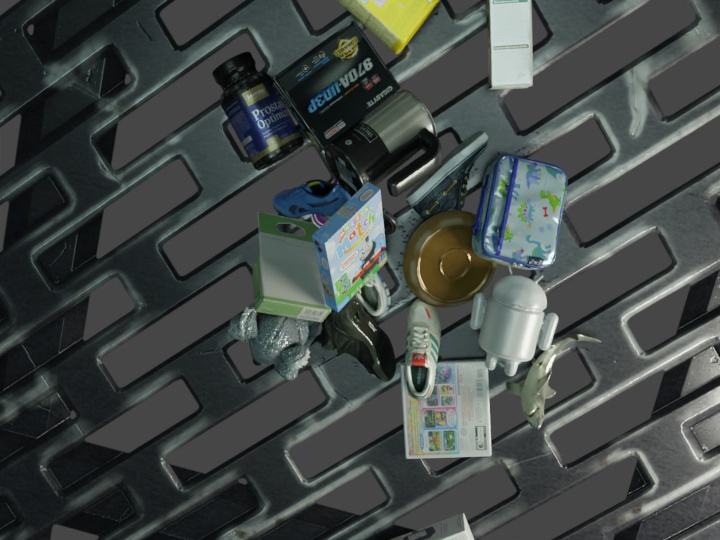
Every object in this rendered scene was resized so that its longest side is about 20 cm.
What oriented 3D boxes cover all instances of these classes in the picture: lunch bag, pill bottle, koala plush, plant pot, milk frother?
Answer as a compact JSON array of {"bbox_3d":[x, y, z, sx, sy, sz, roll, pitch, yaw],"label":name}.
[{"bbox_3d":[0.297,-0.108,1.485,0.157,0.082,0.204,14,86,-11],"label":"lunch bag"},{"bbox_3d":[-0.199,-0.305,1.506,0.110,0.112,0.203,-28,97,9],"label":"pill bottle"},{"bbox_3d":[-0.164,0.117,1.529,0.176,0.200,0.185,38,100,-2],"label":"koala plush"},{"bbox_3d":[0.180,-0.016,1.532,0.195,0.028,0.204,-4,112,-11],"label":"plant pot"},{"bbox_3d":[0.055,-0.195,1.492,0.187,0.201,0.181,-37,72,-16],"label":"milk frother"}]

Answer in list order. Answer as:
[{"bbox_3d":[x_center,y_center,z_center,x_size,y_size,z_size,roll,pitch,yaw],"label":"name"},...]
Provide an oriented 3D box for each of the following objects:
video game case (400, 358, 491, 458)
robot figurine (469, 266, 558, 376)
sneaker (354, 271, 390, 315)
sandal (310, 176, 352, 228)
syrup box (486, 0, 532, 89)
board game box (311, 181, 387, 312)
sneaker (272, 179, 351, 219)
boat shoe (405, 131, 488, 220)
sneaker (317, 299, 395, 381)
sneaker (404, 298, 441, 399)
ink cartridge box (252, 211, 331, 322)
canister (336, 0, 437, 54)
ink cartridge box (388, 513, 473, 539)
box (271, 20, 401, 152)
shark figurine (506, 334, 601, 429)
[{"bbox_3d":[0.175,0.285,1.620,0.178,0.024,0.205,-3,100,6],"label":"video game case"},{"bbox_3d":[0.295,0.097,1.532,0.166,0.113,0.204,15,101,10],"label":"robot figurine"},{"bbox_3d":[0.000,0.000,1.555,0.074,0.087,0.202,-29,95,10],"label":"sneaker"},{"bbox_3d":[-0.024,-0.164,1.546,0.082,0.050,0.205,32,99,-3],"label":"sandal"},{"bbox_3d":[0.275,-0.442,1.461,0.079,0.079,0.205,-1,99,5],"label":"syrup box"},{"bbox_3d":[-0.015,-0.039,1.427,0.036,0.202,0.151,31,62,27],"label":"board game box"},{"bbox_3d":[-0.100,-0.146,1.505,0.197,0.066,0.079,8,144,40],"label":"sneaker"},{"bbox_3d":[0.186,-0.172,1.524,0.200,0.071,0.091,-42,101,13],"label":"boat shoe"},{"bbox_3d":[-0.010,0.147,1.591,0.113,0.077,0.200,-14,126,38],"label":"sneaker"},{"bbox_3d":[0.123,0.156,1.552,0.069,0.093,0.205,4,86,5],"label":"sneaker"},{"bbox_3d":[-0.136,-0.008,1.516,0.143,0.203,0.048,11,141,-27],"label":"ink cartridge box"},{"bbox_3d":[0.037,-0.522,1.464,0.199,0.087,0.149,40,100,-4],"label":"canister"},{"bbox_3d":[0.151,0.619,1.646,0.197,0.084,0.147,-22,97,8],"label":"ink cartridge box"},{"bbox_3d":[-0.046,-0.346,1.485,0.199,0.046,0.160,-38,95,-14],"label":"box"},{"bbox_3d":[0.380,0.211,1.577,0.089,0.128,0.217,35,83,-27],"label":"shark figurine"}]
